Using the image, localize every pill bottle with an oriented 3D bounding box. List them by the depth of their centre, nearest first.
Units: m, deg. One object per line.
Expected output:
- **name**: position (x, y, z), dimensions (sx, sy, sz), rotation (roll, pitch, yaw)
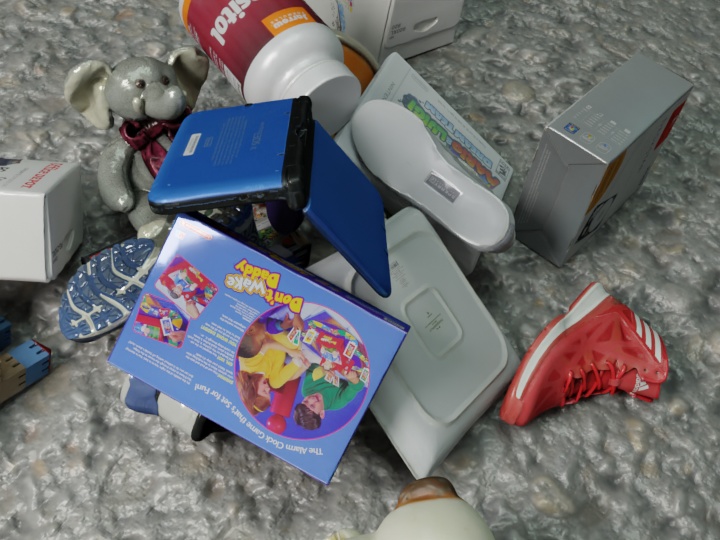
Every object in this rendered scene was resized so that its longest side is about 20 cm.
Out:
- **pill bottle**: position (-0.089, -0.226, 0.888), dimensions (0.113, 0.113, 0.200), rotation (-26, 63, -29)

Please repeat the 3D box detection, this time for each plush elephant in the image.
- **plush elephant**: position (-0.197, -0.140, 0.864), dimensions (0.164, 0.155, 0.200), rotation (-28, 42, -28)

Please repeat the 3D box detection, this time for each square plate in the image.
- **square plate**: position (0.055, 0.051, 0.776), dimensions (0.200, 0.028, 0.199), rotation (-33, 91, -49)

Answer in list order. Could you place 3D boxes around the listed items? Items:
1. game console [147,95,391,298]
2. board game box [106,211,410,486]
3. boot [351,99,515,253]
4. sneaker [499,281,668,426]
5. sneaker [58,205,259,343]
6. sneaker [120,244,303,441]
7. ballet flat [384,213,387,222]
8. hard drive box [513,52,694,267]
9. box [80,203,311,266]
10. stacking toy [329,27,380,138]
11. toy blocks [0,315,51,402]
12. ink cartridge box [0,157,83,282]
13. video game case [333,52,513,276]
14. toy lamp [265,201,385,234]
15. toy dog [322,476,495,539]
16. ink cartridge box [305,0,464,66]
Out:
- **game console**: position (-0.068, -0.060, 0.740), dimensions (0.170, 0.119, 0.200), rotation (-8, 28, 3)
- **board game box**: position (-0.079, 0.058, 0.690), dimensions (0.199, 0.135, 0.045), rotation (28, 6, 5)
- **boot**: position (0.075, -0.087, 0.885), dimensions (0.074, 0.096, 0.200), rotation (-45, 76, 5)
- **sneaker**: position (0.222, 0.095, 0.821), dimensions (0.115, 0.079, 0.200), rotation (33, 53, 20)
- **sneaker**: position (-0.170, 0.009, 0.780), dimensions (0.200, 0.085, 0.077), rotation (-34, 54, -6)
- **sneaker**: position (-0.102, 0.081, 0.782), dimensions (0.115, 0.081, 0.199), rotation (35, 59, 15)
- **ballet flat**: position (0.000, 0.000, 0.819), dimensions (0.075, 0.068, 0.200), rotation (17, 46, 6)
- **hard drive box**: position (0.263, -0.124, 0.966), dimensions (0.077, 0.156, 0.200), rotation (36, 53, 20)
- **box**: position (-0.159, -0.010, 0.871), dimensions (0.200, 0.035, 0.110), rotation (-29, 59, -30)
- **stacking toy**: position (-0.062, -0.156, 0.974), dimensions (0.145, 0.146, 0.201), rotation (13, 64, 1)
- **toy blocks**: position (-0.363, 0.058, 0.749), dimensions (0.200, 0.100, 0.137), rotation (32, 40, 18)
- **ink cartridge box**: position (-0.368, -0.054, 0.801), dimensions (0.199, 0.085, 0.145), rotation (4, 18, -7)
- **video game case**: position (0.073, -0.118, 0.952), dimensions (0.200, 0.024, 0.182), rotation (42, 47, -15)
- **toy lamp**: position (-0.006, -0.081, 0.927), dimensions (0.199, 0.058, 0.058), rotation (-14, 51, -42)
- **toy dog**: position (0.001, 0.222, 0.601), dimensions (0.199, 0.195, 0.140), rotation (-21, 43, -18)
- **ink cartridge box**: position (0.028, -0.398, 1.169), dimensions (0.147, 0.145, 0.200), rotation (-27, 60, -30)
